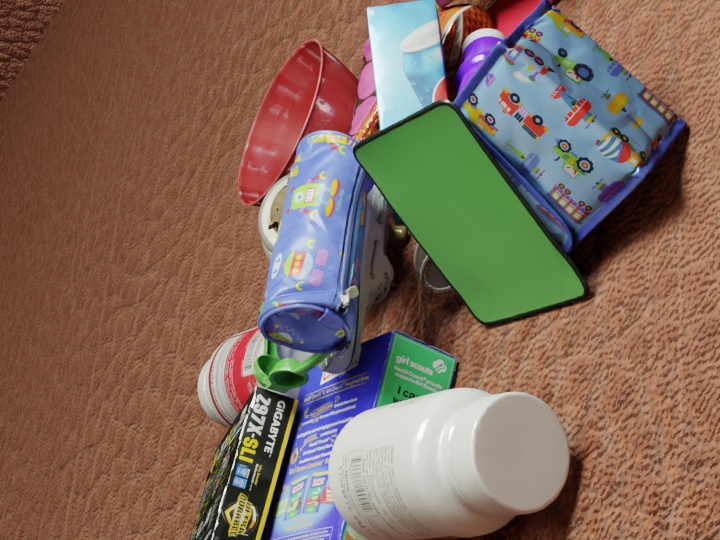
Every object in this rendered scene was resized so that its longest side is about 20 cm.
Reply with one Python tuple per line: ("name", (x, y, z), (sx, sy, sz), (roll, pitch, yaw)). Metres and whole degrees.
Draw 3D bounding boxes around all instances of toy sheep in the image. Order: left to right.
("toy sheep", (-0.031, -0.036, 1.534), (0.138, 0.200, 0.138), (-8, 64, 17))

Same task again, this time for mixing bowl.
("mixing bowl", (-0.046, -0.145, 1.719), (0.200, 0.108, 0.200), (-52, 25, 36))

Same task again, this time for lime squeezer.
("lime squeezer", (-0.063, 0.080, 1.403), (0.071, 0.038, 0.200), (-56, 21, -6))

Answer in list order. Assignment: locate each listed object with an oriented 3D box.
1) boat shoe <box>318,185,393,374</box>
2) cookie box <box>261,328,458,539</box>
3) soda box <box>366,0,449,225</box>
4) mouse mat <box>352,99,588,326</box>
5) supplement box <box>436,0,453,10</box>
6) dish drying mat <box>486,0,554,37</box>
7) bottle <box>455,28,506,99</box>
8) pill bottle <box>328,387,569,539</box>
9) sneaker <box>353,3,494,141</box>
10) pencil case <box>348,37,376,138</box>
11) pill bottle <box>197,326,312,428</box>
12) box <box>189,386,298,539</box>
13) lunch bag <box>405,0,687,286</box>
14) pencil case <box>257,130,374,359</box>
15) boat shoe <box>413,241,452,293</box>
("boat shoe", (0.000, 0.000, 1.398), (0.074, 0.067, 0.200), (141, 136, -59))
("cookie box", (-0.006, 0.171, 1.382), (0.171, 0.075, 0.200), (-26, 44, 57))
("soda box", (0.051, -0.148, 1.443), (0.064, 0.068, 0.200), (60, -157, -78))
("mouse mat", (0.088, -0.042, 1.265), (0.008, 0.200, 0.161), (-44, 12, -30))
("supplement box", (0.130, -0.349, 1.479), (0.131, 0.103, 0.200), (-38, 7, -24))
("dish drying mat", (0.160, -0.265, 1.515), (0.200, 0.018, 0.077), (-44, 33, 40))
("bottle", (0.124, -0.146, 1.421), (0.084, 0.065, 0.200), (-52, 27, 36))
("pill bottle", (0.069, 0.152, 1.197), (0.200, 0.114, 0.115), (-22, 48, 58))
("sneaker", (0.060, -0.180, 1.531), (0.200, 0.073, 0.077), (-51, 24, -13))
("pencil case", (0.031, -0.167, 1.613), (0.094, 0.091, 0.200), (99, 179, -58))
("pill bottle", (-0.090, 0.110, 1.574), (0.200, 0.112, 0.112), (-21, 50, 59))
("box", (-0.122, 0.221, 1.477), (0.200, 0.049, 0.160), (123, 165, -60))
("lunch bag", (0.134, -0.090, 1.235), (0.094, 0.151, 0.200), (-46, -3, -44))
("pencil case", (-0.031, -0.025, 1.320), (0.087, 0.078, 0.200), (-16, 50, 35))
("boat shoe", (0.116, -0.041, 1.337), (0.200, 0.072, 0.060), (-43, 29, 31))
